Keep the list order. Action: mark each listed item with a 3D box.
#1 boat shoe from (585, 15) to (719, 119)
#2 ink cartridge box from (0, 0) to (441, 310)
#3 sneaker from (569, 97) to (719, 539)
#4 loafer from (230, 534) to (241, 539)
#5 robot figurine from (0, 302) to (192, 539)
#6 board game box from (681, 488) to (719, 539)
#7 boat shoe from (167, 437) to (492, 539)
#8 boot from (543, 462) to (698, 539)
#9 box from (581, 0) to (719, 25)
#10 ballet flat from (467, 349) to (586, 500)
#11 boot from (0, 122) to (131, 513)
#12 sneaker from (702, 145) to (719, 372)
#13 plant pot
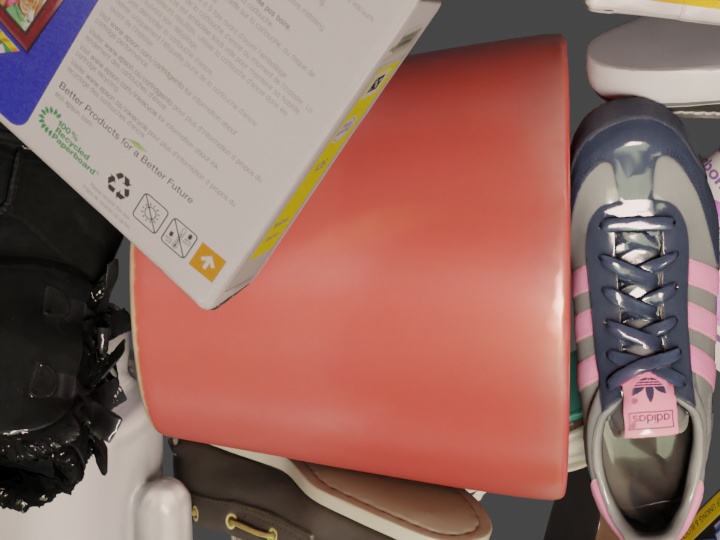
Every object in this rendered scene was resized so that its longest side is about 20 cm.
[{"bbox_3d":[0.198,-0.084,0.883,0.198,0.069,0.057,-6,120,-5],"label":"boat shoe"},{"bbox_3d":[-0.072,-0.122,0.714,0.197,0.047,0.200,42,120,8],"label":"ink cartridge box"},{"bbox_3d":[0.126,0.029,0.864,0.069,0.082,0.202,-6,114,7],"label":"sneaker"},{"bbox_3d":[-0.020,0.188,1.019,0.072,0.063,0.202,-32,126,-27],"label":"loafer"},{"bbox_3d":[-0.147,0.107,0.921,0.168,0.113,0.202,22,123,28],"label":"robot figurine"},{"bbox_3d":[0.238,0.126,0.932,0.164,0.057,0.200,2,144,-26],"label":"board game box"},{"bbox_3d":[-0.018,0.109,0.886,0.071,0.200,0.061,2,101,-39],"label":"boat shoe"},{"bbox_3d":[0.120,0.195,1.028,0.075,0.074,0.202,8,116,-22],"label":"boot"},{"bbox_3d":[0.152,-0.207,0.790,0.111,0.102,0.202,6,118,-9],"label":"box"},{"bbox_3d":[0.063,0.084,0.966,0.198,0.070,0.070,-15,119,1],"label":"ballet flat"},{"bbox_3d":[-0.184,0.010,0.822,0.196,0.164,0.074,6,151,3],"label":"boot"},{"bbox_3d":[0.224,0.015,0.938,0.200,0.073,0.115,34,104,-24],"label":"sneaker"},{"bbox_3d":[0.000,0.000,0.846,0.175,0.201,0.202,-1,119,4],"label":"plant pot"}]
